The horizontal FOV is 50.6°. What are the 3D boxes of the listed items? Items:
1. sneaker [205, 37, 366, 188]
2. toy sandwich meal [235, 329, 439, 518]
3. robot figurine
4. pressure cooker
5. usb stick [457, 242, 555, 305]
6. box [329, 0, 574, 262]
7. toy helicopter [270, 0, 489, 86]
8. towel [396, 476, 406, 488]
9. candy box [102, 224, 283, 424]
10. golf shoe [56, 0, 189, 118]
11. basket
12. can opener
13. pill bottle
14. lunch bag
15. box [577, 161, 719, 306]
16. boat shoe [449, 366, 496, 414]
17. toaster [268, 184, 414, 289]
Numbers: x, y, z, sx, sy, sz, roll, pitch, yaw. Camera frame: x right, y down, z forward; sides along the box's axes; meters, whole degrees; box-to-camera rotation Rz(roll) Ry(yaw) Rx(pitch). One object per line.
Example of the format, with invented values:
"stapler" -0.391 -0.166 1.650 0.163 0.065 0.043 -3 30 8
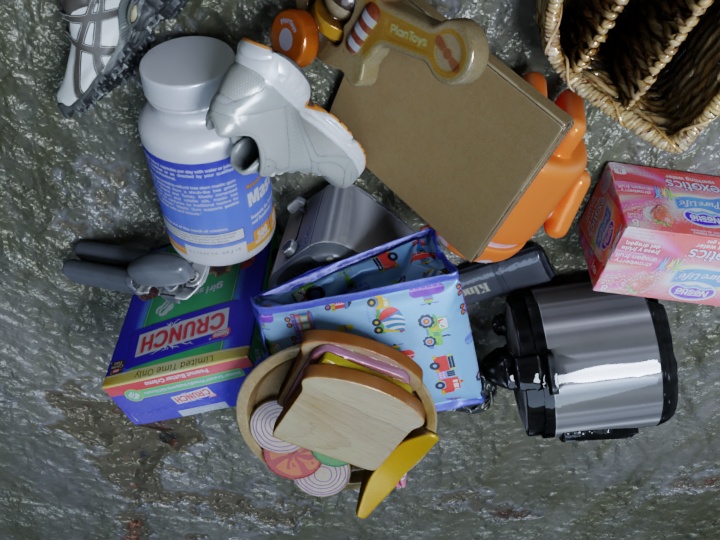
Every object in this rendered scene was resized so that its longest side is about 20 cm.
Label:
"sneaker" -0.068 -0.112 0.665 0.092 0.076 0.200 -54 147 -3
"toy sandwich meal" -0.020 0.143 0.679 0.205 0.070 0.205 2 124 3
"robot figurine" 0.136 -0.086 0.724 0.144 0.117 0.200 -9 146 -36
"pressure cooker" 0.238 0.100 0.870 0.200 0.179 0.176 -8 136 6
"usb stick" 0.125 0.018 0.893 0.200 0.033 0.055 -18 133 21
"box" 0.064 -0.127 0.666 0.200 0.021 0.164 44 135 15
"toy helicopter" 0.021 -0.201 0.584 0.079 0.200 0.132 -15 129 -42
"towel" 0.091 0.177 0.983 0.030 0.146 0.200 27 136 11
"candy box" -0.167 0.053 0.823 0.169 0.200 0.077 -13 134 16
"golf shoe" -0.221 -0.216 0.651 0.094 0.078 0.200 42 124 -12
"basket" 0.221 -0.217 0.561 0.142 0.149 0.200 16 136 -14
"can opener" -0.250 -0.009 0.821 0.200 0.053 0.067 8 149 29
"pill bottle" -0.144 -0.109 0.717 0.112 0.112 0.200 1 137 2
"lunch bag" -0.001 0.070 0.711 0.200 0.094 0.151 -17 120 -2
"box" 0.339 -0.032 0.780 0.200 0.103 0.095 7 136 -5
"boat shoe" 0.141 0.146 0.944 0.057 0.069 0.200 25 179 13
"toaster" 0.000 0.000 0.811 0.200 0.129 0.114 34 129 -28
